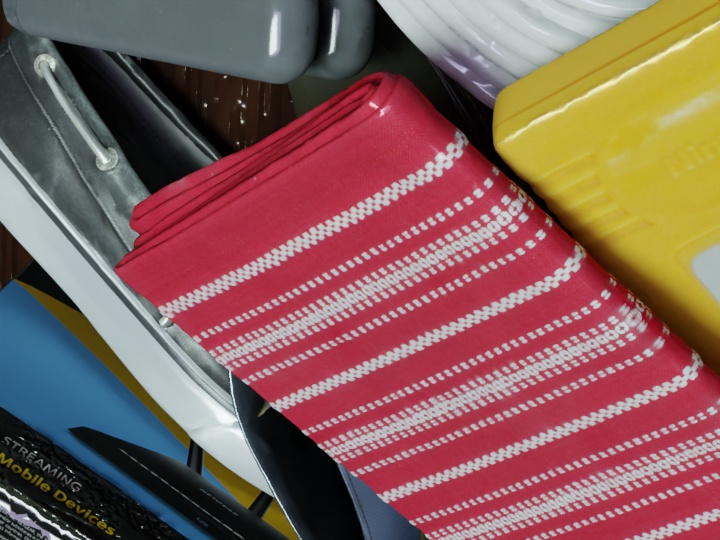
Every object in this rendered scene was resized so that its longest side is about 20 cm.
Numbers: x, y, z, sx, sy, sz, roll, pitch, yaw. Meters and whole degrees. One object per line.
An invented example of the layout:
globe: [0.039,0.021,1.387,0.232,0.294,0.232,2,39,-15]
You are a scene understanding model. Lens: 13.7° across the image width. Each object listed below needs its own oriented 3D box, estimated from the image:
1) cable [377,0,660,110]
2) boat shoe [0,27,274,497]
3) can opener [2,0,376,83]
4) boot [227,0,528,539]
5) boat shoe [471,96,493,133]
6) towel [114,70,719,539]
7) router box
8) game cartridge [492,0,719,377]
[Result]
cable: [0.078,-0.126,0.776,0.199,0.069,0.200,21,122,-4]
boat shoe: [-0.045,-0.005,0.966,0.199,0.074,0.068,48,119,10]
can opener: [-0.082,-0.097,0.906,0.200,0.053,0.067,20,109,38]
boot: [0.000,0.000,0.905,0.075,0.097,0.201,-8,111,51]
boat shoe: [0.113,-0.082,0.883,0.199,0.073,0.063,-15,121,22]
towel: [0.038,0.032,0.827,0.200,0.023,0.144,41,145,-16]
router box: [-0.051,0.085,0.960,0.200,0.149,0.051,33,117,1]
game cartridge: [0.160,-0.012,0.781,0.176,0.032,0.200,-28,124,25]
